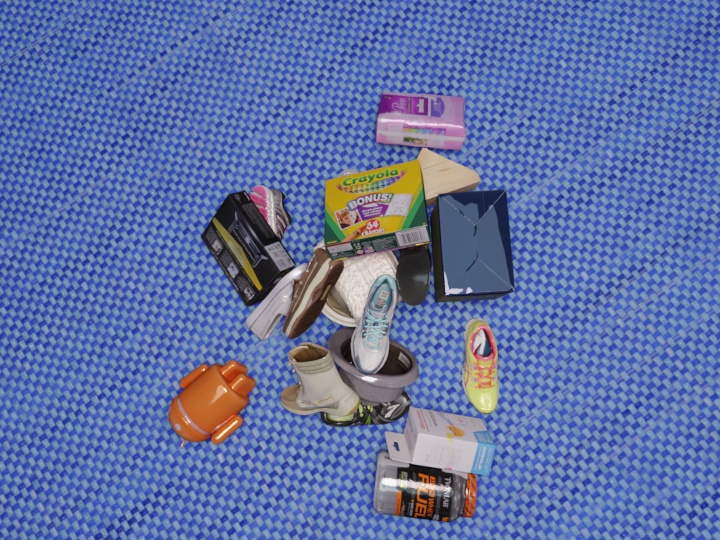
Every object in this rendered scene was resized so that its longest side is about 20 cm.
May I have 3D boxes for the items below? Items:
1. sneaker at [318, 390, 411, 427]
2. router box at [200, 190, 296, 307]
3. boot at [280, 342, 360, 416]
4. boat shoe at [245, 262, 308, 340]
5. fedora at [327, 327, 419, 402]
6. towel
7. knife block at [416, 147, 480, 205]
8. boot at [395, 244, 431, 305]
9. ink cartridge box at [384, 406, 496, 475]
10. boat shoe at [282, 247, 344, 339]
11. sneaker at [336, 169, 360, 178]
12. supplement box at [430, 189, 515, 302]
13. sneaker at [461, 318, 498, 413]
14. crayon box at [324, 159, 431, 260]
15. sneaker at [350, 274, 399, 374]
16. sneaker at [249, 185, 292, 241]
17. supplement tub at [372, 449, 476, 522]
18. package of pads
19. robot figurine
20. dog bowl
[{"bbox_3d":[0.010,0.297,1.122,0.198,0.083,0.071,-9,82,0],"label":"sneaker"},{"bbox_3d":[-0.247,-0.044,1.152,0.157,0.052,0.201,-41,80,40],"label":"router box"},{"bbox_3d":[-0.110,0.219,1.081,0.199,0.072,0.155,-6,123,37],"label":"boot"},{"bbox_3d":[-0.166,0.070,1.157,0.065,0.074,0.200,46,110,9],"label":"boat shoe"},{"bbox_3d":[0.021,0.208,1.115,0.199,0.177,0.091,17,114,8],"label":"fedora"},{"bbox_3d":[0.000,0.000,1.116,0.132,0.034,0.201,-31,83,0],"label":"towel"},{"bbox_3d":[0.142,-0.171,1.190,0.199,0.064,0.177,26,85,6],"label":"knife block"},{"bbox_3d":[0.123,-0.011,1.112,0.069,0.174,0.202,-5,73,15],"label":"boot"},{"bbox_3d":[0.156,0.338,1.072,0.198,0.115,0.068,11,100,-6],"label":"ink cartridge box"},{"bbox_3d":[-0.110,0.044,1.097,0.075,0.075,0.203,39,105,23],"label":"boat shoe"},{"bbox_3d":[0.020,-0.134,1.160,0.076,0.081,0.200,-27,61,-24],"label":"sneaker"},{"bbox_3d":[0.222,-0.041,1.099,0.133,0.200,0.202,-3,82,2],"label":"supplement box"},{"bbox_3d":[0.254,0.201,1.120,0.077,0.090,0.202,-7,83,0],"label":"sneaker"},{"bbox_3d":[0.030,-0.119,1.047,0.198,0.058,0.174,-10,54,11],"label":"crayon box"},{"bbox_3d":[0.026,0.098,1.029,0.077,0.086,0.202,10,73,6],"label":"sneaker"},{"bbox_3d":[-0.193,-0.091,1.190,0.073,0.087,0.202,5,104,35],"label":"sneaker"},{"bbox_3d":[0.127,0.436,1.078,0.198,0.123,0.124,5,82,3],"label":"supplement tub"},{"bbox_3d":[0.135,-0.336,1.188,0.198,0.076,0.121,5,49,3],"label":"package of pads"},{"bbox_3d":[-0.317,0.280,1.123,0.200,0.117,0.144,-40,101,-3],"label":"robot figurine"},{"bbox_3d":[-0.007,0.025,1.166,0.198,0.074,0.202,0,83,3],"label":"dog bowl"}]
